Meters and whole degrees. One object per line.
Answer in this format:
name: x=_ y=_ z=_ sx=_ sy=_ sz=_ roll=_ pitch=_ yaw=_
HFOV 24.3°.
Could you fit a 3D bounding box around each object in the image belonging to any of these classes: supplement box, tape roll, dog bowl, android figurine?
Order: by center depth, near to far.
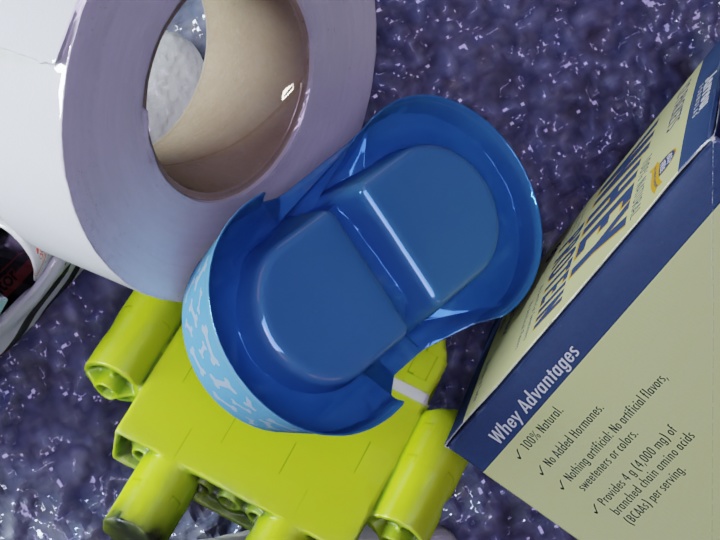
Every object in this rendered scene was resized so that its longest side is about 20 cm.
tape roll: x=-0.082 y=-0.091 z=0.753 sx=0.071 sy=0.202 sz=0.203 roll=21 pitch=90 yaw=36
supplement box: x=0.183 y=0.040 z=0.761 sx=0.199 sy=0.134 sz=0.200 roll=35 pitch=120 yaw=-3
dog bowl: x=0.000 y=0.000 z=0.765 sx=0.200 sy=0.050 sz=0.112 roll=-38 pitch=97 yaw=-36
android figurine: x=-0.034 y=0.060 z=0.796 sx=0.181 sy=0.041 sz=0.200 roll=28 pitch=60 yaw=6

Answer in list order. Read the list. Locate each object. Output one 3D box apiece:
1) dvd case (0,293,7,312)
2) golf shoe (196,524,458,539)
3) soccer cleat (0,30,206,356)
dvd case: x=-0.272 y=0.015 z=0.785 sx=0.200 sy=0.022 sz=0.146 roll=36 pitch=104 yaw=18
golf shoe: x=-0.044 y=0.161 z=0.807 sx=0.199 sy=0.092 sz=0.073 roll=-13 pitch=70 yaw=-5
soccer cleat: x=-0.144 y=-0.033 z=0.806 sx=0.069 sy=0.085 sz=0.200 roll=41 pitch=89 yaw=-3
